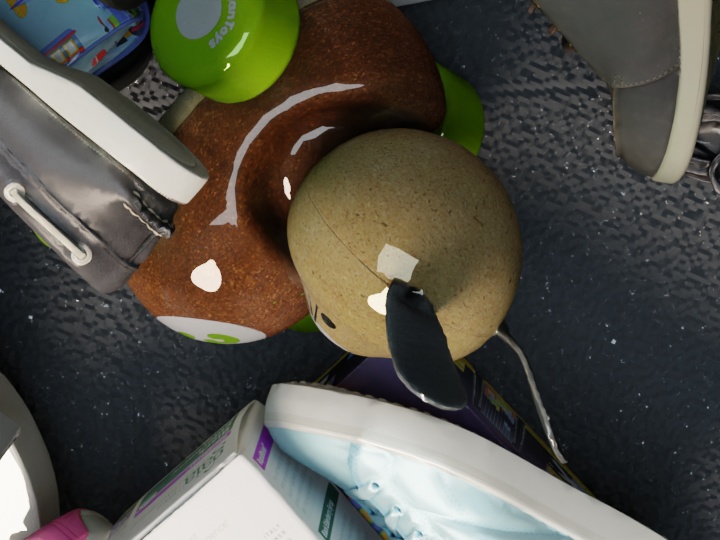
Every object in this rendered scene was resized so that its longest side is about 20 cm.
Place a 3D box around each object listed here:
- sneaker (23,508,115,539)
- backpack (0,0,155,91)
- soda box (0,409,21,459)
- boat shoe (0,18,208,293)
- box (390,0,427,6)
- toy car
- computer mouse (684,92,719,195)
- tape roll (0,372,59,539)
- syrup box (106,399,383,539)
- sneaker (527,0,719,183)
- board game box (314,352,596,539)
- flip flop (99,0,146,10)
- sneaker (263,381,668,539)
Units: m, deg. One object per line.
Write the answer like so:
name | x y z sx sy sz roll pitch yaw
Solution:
sneaker | -0.112 0.191 0.950 0.088 0.081 0.201 31 137 35
backpack | -0.197 -0.129 0.876 0.182 0.135 0.201 -34 91 -7
soda box | -0.240 0.034 0.894 0.200 0.064 0.068 43 116 -6
boat shoe | -0.148 -0.071 0.777 0.199 0.074 0.061 37 96 -2
box | 0.045 -0.158 0.865 0.198 0.119 0.042 -8 63 8
toy car | 0.000 0.000 0.837 0.158 0.164 0.200 -50 54 15
computer mouse | 0.207 -0.119 0.893 0.137 0.053 0.202 18 114 7
tape roll | -0.233 0.109 0.973 0.201 0.037 0.205 2 108 7
syrup box | -0.011 0.158 0.907 0.079 0.081 0.200 -40 96 11
sneaker | 0.086 -0.114 0.827 0.105 0.075 0.201 11 146 13
board game box | 0.027 0.143 0.970 0.165 0.057 0.200 -43 96 15
flip flop | -0.081 -0.165 0.832 0.057 0.201 0.081 26 124 -8
sneaker | 0.042 0.114 0.885 0.199 0.074 0.082 26 77 -2
